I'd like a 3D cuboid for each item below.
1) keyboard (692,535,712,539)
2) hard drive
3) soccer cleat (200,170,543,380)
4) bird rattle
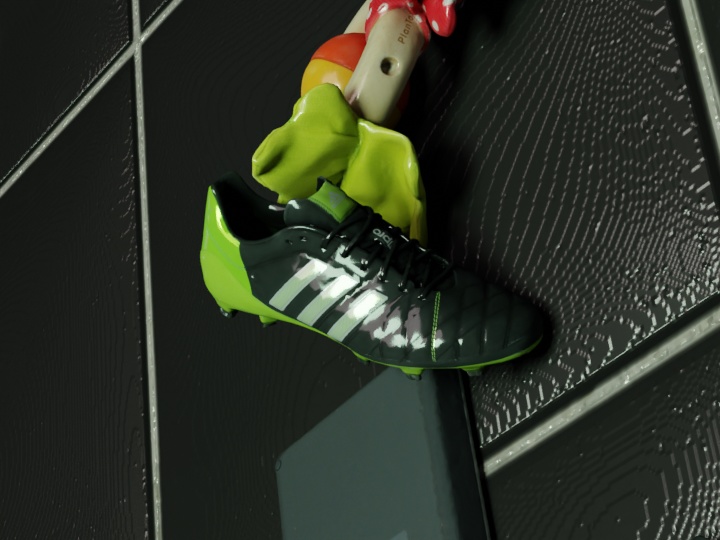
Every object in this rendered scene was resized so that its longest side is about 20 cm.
[{"bbox_3d":[0.125,0.215,0.758,0.104,0.039,0.202,23,96,57],"label":"keyboard"},{"bbox_3d":[0.012,0.156,0.953,0.139,0.033,0.201,-41,45,38],"label":"hard drive"},{"bbox_3d":[0.000,0.000,0.947,0.199,0.067,0.082,14,123,27],"label":"soccer cleat"},{"bbox_3d":[0.001,-0.115,1.044,0.163,0.112,0.202,170,117,-71],"label":"bird rattle"}]
